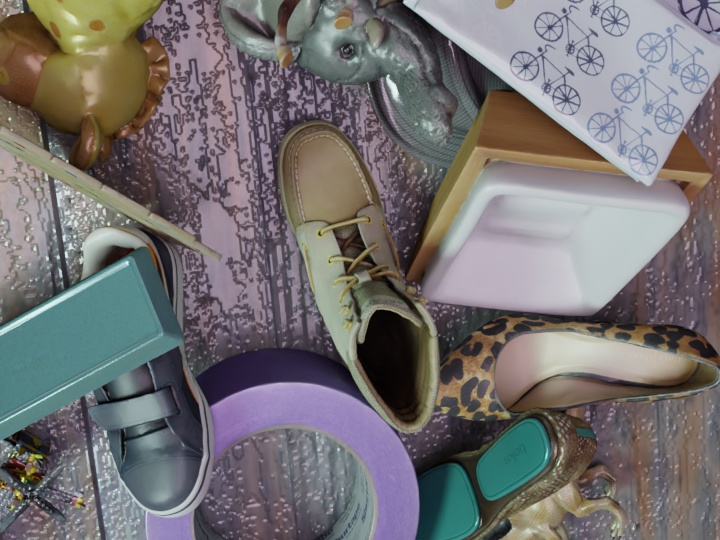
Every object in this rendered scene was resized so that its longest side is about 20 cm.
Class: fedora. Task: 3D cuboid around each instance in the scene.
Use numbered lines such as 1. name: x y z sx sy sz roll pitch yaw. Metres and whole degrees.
1. fedora: 0.093 -0.163 0.873 0.175 0.090 0.202 7 102 -11

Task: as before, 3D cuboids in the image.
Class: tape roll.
1. tape roll: -0.060 0.166 0.926 0.198 0.085 0.202 -2 104 -9

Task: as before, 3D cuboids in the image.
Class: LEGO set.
1. LEGO set: -0.303 0.174 0.869 0.154 0.116 0.200 41 93 -15

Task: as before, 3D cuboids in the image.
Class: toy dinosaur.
1. toy dinosaur: 0.158 0.169 0.977 0.100 0.058 0.201 25 98 -13

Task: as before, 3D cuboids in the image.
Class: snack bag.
1. snack bag: 0.153 -0.184 0.761 0.188 0.021 0.201 36 81 -8

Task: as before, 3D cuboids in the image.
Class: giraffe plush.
1. giraffe plush: -0.177 -0.162 0.797 0.199 0.172 0.163 27 121 16

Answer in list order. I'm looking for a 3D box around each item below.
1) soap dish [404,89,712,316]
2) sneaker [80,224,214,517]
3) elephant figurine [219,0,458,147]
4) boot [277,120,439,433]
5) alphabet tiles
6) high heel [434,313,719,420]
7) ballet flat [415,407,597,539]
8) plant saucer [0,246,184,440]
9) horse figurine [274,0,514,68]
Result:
1. soap dish: 0.127 -0.042 0.863 0.156 0.200 0.082 6 65 -9
2. sneaker: -0.154 0.065 0.844 0.078 0.079 0.202 -18 71 15
3. elephant figurine: -0.023 -0.185 0.819 0.140 0.155 0.202 -2 98 -18
4. boot: 0.000 0.000 0.861 0.071 0.155 0.202 -17 105 -5
5. alphabet tiles: -0.186 -0.060 0.800 0.199 0.166 0.006 31 84 -27
6. high heel: 0.149 0.073 0.881 0.198 0.142 0.072 -13 102 -27
7. ballet flat: 0.103 0.159 0.924 0.065 0.200 0.071 3 64 -34
8. plant saucer: -0.212 0.059 0.814 0.199 0.019 0.070 -28 76 12
9. horse figurine: 0.011 -0.194 0.715 0.198 0.134 0.050 -16 150 4
